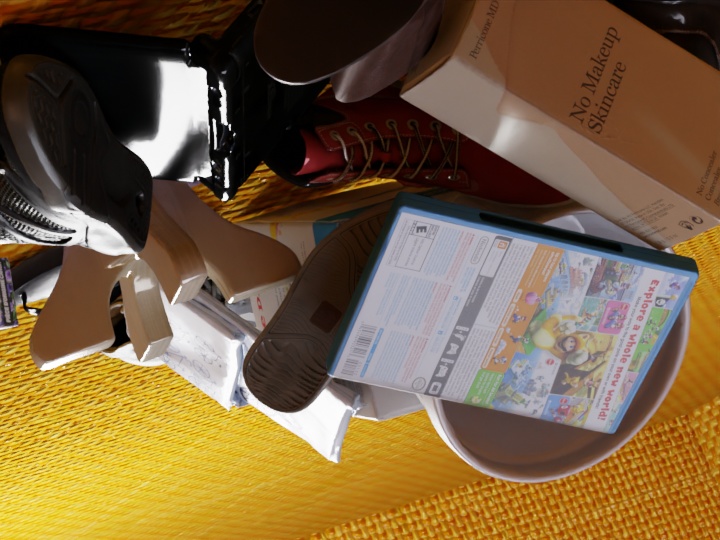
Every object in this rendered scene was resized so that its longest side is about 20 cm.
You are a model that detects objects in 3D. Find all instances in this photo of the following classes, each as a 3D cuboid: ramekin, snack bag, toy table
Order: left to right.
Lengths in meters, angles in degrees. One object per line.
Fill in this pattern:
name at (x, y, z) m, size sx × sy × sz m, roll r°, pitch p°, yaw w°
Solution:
toy table at (-0.145, -0.018, 1.505) m, size 0.199 × 0.118 × 0.184 m, roll -22°, pitch 168°, yaw -8°
snack bag at (-0.089, 0.069, 1.687) m, size 0.021 × 0.199 × 0.189 m, roll -55°, pitch 174°, yaw -18°
ramekin at (0.114, 0.031, 1.580) m, size 0.199 × 0.201 × 0.105 m, roll -18°, pitch -150°, yaw -19°

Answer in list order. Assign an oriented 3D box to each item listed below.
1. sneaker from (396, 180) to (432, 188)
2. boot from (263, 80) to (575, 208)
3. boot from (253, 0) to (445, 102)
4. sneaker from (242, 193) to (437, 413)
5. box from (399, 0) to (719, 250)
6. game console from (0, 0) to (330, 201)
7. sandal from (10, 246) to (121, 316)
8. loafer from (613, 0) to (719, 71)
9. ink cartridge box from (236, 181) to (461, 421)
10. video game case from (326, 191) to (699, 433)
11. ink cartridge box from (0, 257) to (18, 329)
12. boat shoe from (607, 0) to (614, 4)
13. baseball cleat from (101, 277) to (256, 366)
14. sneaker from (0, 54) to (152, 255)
sneaker at (0.087, -0.120, 1.626) m, size 0.200 × 0.073 × 0.077 m, roll -30°, pitch 145°, yaw 35°
boot at (0.038, -0.072, 1.464) m, size 0.199 × 0.073 × 0.144 m, roll 14°, pitch -161°, yaw 27°
boot at (-0.002, -0.130, 1.273) m, size 0.186 × 0.064 × 0.200 m, roll -45°, pitch 174°, yaw -22°
sneaker at (0.000, 0.000, 1.527) m, size 0.200 × 0.075 × 0.106 m, roll -44°, pitch -173°, yaw 35°
box at (0.134, -0.104, 1.408) m, size 0.199 × 0.095 × 0.078 m, roll 28°, pitch 158°, yaw -16°
game console at (-0.100, -0.127, 1.327) m, size 0.176 × 0.116 × 0.200 m, roll -51°, pitch 171°, yaw -16°
sandal at (-0.185, 0.005, 1.700) m, size 0.199 × 0.043 × 0.076 m, roll -14°, pitch 165°, yaw -34°
loafer at (0.204, -0.132, 1.489) m, size 0.073 × 0.072 × 0.200 m, roll 6°, pitch 171°, yaw 21°
ink cartridge box at (0.018, 0.017, 1.729) m, size 0.144 × 0.148 × 0.200 m, roll -15°, pitch -172°, yaw -24°
video game case at (0.094, 0.029, 1.462) m, size 0.199 × 0.018 × 0.144 m, roll 12°, pitch 127°, yaw -15°
ink cartridge box at (-0.327, 0.028, 1.482) m, size 0.109 × 0.051 × 0.199 m, roll -12°, pitch 175°, yaw 38°
boat shoe at (0.118, -0.150, 1.507) m, size 0.199 × 0.071 × 0.072 m, roll -17°, pitch 166°, yaw -26°
baseball cleat at (-0.123, 0.029, 1.851) m, size 0.199 × 0.070 × 0.106 m, roll -28°, pitch 167°, yaw 21°
sneaker at (-0.190, -0.059, 1.282) m, size 0.113 × 0.077 × 0.199 m, roll 0°, pitch 165°, yaw 9°
